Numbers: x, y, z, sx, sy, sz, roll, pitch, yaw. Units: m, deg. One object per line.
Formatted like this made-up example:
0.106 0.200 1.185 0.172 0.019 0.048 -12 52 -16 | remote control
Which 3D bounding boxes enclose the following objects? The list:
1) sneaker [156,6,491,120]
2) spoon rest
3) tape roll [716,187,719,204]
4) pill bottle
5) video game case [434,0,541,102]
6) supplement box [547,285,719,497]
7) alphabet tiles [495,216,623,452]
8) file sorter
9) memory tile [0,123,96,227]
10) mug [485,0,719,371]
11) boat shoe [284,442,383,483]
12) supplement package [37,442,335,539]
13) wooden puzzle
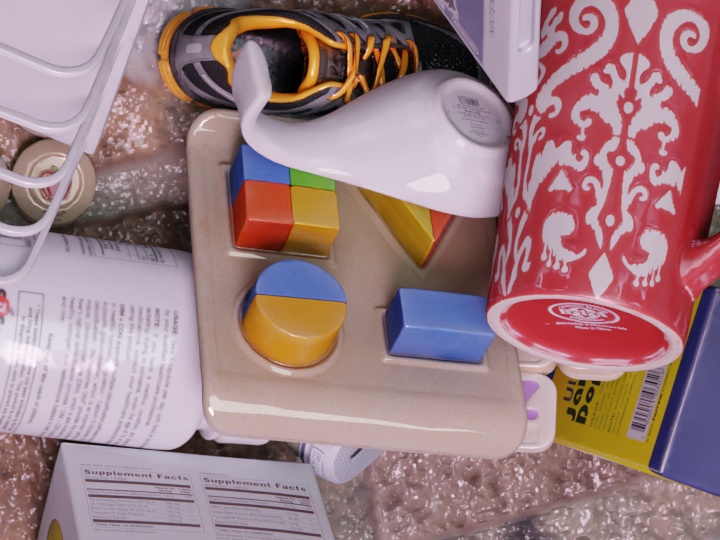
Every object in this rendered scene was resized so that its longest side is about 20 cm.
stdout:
-0.014 -0.115 1.447 0.199 0.077 0.079 1 91 -19 | sneaker
0.012 -0.079 1.392 0.199 0.061 0.100 11 51 -32 | spoon rest
0.202 -0.141 1.518 0.202 0.071 0.203 -1 94 -17 | tape roll
-0.144 0.040 1.395 0.199 0.113 0.114 8 91 -17 | pill bottle
0.034 -0.209 1.300 0.023 0.182 0.200 -27 64 -12 | video game case
0.192 0.069 1.457 0.108 0.200 0.110 19 87 -19 | supplement box
0.055 0.014 1.437 0.199 0.015 0.196 3 57 4 | alphabet tiles
-0.195 -0.107 1.277 0.138 0.200 0.125 22 53 -5 | file sorter
-0.249 -0.097 1.405 0.199 0.017 0.154 -3 94 -17 | memory tile
0.150 -0.061 1.348 0.133 0.177 0.201 26 65 -32 | mug
0.027 0.039 1.475 0.062 0.072 0.200 36 65 26 | boat shoe
-0.094 0.216 1.352 0.150 0.200 0.152 6 120 -18 | supplement package
0.000 0.000 1.380 0.184 0.046 0.201 7 57 -18 | wooden puzzle
